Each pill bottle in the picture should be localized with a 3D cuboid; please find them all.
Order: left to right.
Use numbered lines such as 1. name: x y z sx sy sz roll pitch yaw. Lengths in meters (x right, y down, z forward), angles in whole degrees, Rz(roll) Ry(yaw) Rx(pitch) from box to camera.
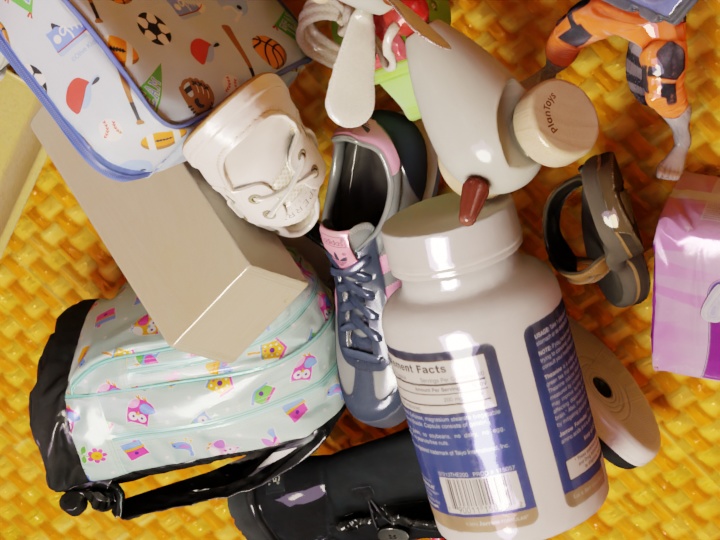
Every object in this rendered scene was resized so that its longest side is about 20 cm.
1. pill bottle: 0.076 0.057 1.691 0.111 0.111 0.200 -7 109 27

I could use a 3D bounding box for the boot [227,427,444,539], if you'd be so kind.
1. boot: 0.029 0.176 1.850 0.168 0.077 0.200 -11 139 28

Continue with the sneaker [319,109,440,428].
1. sneaker: 0.000 0.000 1.734 0.070 0.082 0.201 4 95 35

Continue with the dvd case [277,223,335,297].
1. dvd case: -0.062 0.043 1.887 0.143 0.018 0.200 35 130 -5

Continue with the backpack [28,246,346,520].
1. backpack: -0.106 0.065 1.812 0.200 0.167 0.127 -10 125 17

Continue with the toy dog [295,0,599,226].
1. toy dog: 0.035 -0.101 1.602 0.200 0.096 0.132 31 143 4

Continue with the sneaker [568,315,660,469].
1. sneaker: 0.091 0.072 1.800 0.200 0.073 0.112 45 118 0

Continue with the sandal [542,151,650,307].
1. sandal: 0.136 -0.020 1.666 0.054 0.200 0.082 -20 82 2

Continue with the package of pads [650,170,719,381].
1. package of pads: 0.277 0.016 1.685 0.200 0.076 0.121 9 126 17

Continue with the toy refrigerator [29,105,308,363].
1. toy refrigerator: -0.119 -0.042 1.738 0.076 0.070 0.200 -46 58 17

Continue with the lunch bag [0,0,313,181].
1. lunch bag: -0.126 -0.146 1.657 0.160 0.200 0.076 50 124 5

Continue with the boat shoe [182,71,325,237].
1. boat shoe: -0.050 -0.060 1.627 0.071 0.200 0.069 -40 79 1

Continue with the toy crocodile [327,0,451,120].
1. toy crocodile: 0.000 -0.174 1.673 0.067 0.062 0.200 -12 119 30

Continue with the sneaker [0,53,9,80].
1. sneaker: -0.232 -0.153 1.740 0.075 0.081 0.200 43 99 -1

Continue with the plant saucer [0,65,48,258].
1. plant saucer: -0.302 -0.101 1.865 0.200 0.048 0.200 30 130 -1

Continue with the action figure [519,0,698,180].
1. action figure: 0.143 -0.176 1.615 0.200 0.104 0.194 38 130 32
